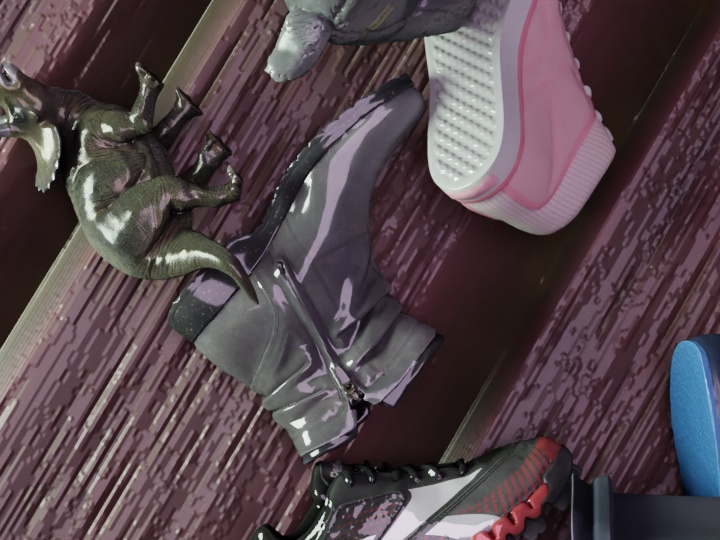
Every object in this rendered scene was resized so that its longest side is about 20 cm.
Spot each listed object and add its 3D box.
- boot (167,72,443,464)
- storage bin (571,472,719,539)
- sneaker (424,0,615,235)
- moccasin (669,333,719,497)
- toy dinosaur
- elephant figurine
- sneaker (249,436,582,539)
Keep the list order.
[{"bbox_3d":[0.000,0.000,1.128,0.132,0.070,0.200,41,96,5],"label":"boot"},{"bbox_3d":[0.184,0.212,1.058,0.133,0.146,0.202,-5,102,8],"label":"storage bin"},{"bbox_3d":[0.094,-0.112,1.150,0.104,0.075,0.201,30,55,-39],"label":"sneaker"},{"bbox_3d":[0.225,0.129,1.141,0.068,0.080,0.201,-15,101,-9],"label":"moccasin"},{"bbox_3d":[-0.123,-0.045,1.116,0.102,0.077,0.200,-41,79,8],"label":"toy dinosaur"},{"bbox_3d":[-0.014,-0.221,1.121,0.154,0.142,0.200,-7,46,-41],"label":"elephant figurine"},{"bbox_3d":[0.024,0.135,1.119,0.200,0.071,0.098,-29,90,-5],"label":"sneaker"}]
